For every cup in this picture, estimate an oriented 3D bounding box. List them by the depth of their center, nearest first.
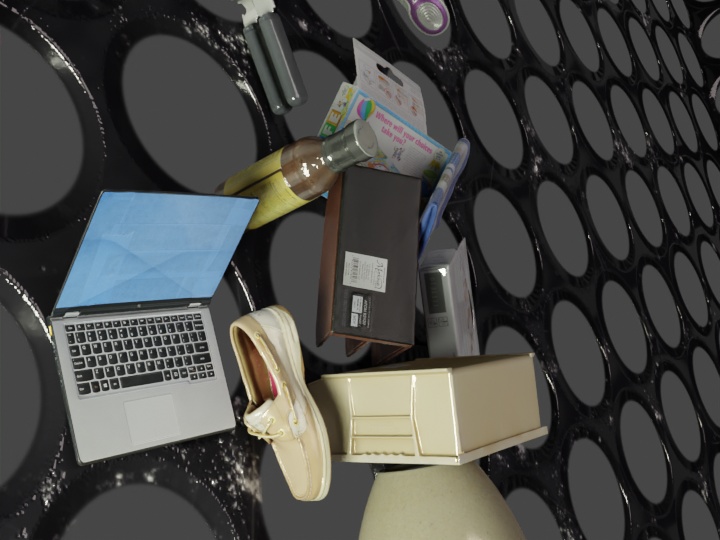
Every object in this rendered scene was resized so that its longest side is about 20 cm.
[{"bbox_3d":[0.078,0.272,0.926,0.199,0.198,0.146,1,76,-52],"label":"cup"}]

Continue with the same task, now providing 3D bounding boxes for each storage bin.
[{"bbox_3d":[0.073,0.151,1.001,0.198,0.196,0.096,-2,85,-52],"label":"storage bin"}]

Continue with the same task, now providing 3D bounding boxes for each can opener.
[{"bbox_3d":[-0.111,-0.295,1.112,0.066,0.052,0.204,-11,81,-55],"label":"can opener"}]

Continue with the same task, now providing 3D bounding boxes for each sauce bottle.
[{"bbox_3d":[-0.068,-0.099,0.940,0.064,0.198,0.066,28,52,-43],"label":"sauce bottle"}]

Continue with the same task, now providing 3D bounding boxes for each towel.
[{"bbox_3d":[0.093,-0.070,1.142,0.023,0.149,0.201,24,35,4],"label":"towel"}]

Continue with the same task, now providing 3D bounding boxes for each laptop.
[{"bbox_3d":[-0.167,0.047,0.804,0.186,0.115,0.204,-2,74,-52],"label":"laptop"}]

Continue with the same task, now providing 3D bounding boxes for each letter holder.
[{"bbox_3d":[0.000,0.000,1.069,0.099,0.142,0.204,9,70,-15],"label":"letter holder"}]

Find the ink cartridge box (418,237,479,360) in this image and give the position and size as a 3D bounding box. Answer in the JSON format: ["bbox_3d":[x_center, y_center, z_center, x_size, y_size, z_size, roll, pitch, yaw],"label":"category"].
[{"bbox_3d":[0.121,0.071,1.189,0.174,0.043,0.204,-48,131,-72],"label":"ink cartridge box"}]

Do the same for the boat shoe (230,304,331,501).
[{"bbox_3d":[-0.087,0.139,0.908,0.068,0.073,0.204,-10,79,-42],"label":"boat shoe"}]

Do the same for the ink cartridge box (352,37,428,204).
[{"bbox_3d":[0.032,-0.203,1.265,0.159,0.047,0.204,25,51,-44],"label":"ink cartridge box"}]

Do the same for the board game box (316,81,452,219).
[{"bbox_3d":[0.022,-0.134,1.153,0.198,0.034,0.136,25,93,-44],"label":"board game box"}]

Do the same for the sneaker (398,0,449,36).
[{"bbox_3d":[0.070,-0.471,1.449,0.201,0.074,0.100,52,20,-22],"label":"sneaker"}]
